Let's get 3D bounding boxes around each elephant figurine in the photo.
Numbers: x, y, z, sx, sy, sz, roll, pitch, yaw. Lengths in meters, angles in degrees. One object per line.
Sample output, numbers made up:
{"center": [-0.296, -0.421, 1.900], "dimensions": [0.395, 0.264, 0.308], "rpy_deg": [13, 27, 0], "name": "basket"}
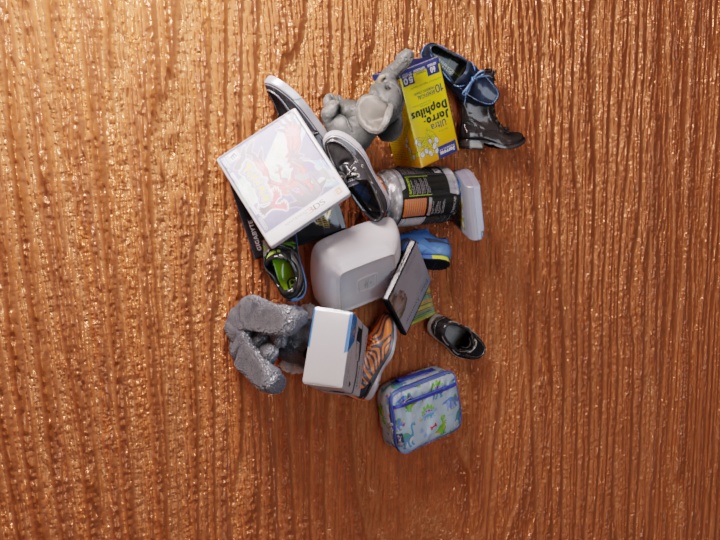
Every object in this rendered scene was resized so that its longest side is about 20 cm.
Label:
{"center": [0.030, -0.313, 1.514], "dimensions": [0.143, 0.196, 0.157], "rpy_deg": [-74, 144, -50], "name": "elephant figurine"}

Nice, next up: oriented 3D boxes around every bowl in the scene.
{"center": [0.000, 0.000, 1.579], "dimensions": [0.196, 0.075, 0.203], "rpy_deg": [-20, 142, -17], "name": "bowl"}

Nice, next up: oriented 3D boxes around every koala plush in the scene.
{"center": [-0.154, 0.135, 1.550], "dimensions": [0.198, 0.182, 0.181], "rpy_deg": [10, 102, -51], "name": "koala plush"}

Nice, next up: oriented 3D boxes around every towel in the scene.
{"center": [0.116, 0.021, 1.746], "dimensions": [0.085, 0.018, 0.205], "rpy_deg": [-23, 109, -26], "name": "towel"}

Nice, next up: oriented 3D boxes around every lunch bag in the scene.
{"center": [0.137, 0.316, 1.778], "dimensions": [0.196, 0.082, 0.165], "rpy_deg": [-13, 103, -28], "name": "lunch bag"}

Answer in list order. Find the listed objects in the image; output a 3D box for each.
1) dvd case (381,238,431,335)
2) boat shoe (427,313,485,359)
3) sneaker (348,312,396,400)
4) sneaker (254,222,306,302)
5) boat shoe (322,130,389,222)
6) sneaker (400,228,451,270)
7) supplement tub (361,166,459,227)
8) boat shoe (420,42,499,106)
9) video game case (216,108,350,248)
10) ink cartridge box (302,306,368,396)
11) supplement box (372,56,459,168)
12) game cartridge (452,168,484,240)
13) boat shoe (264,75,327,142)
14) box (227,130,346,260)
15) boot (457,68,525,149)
{"center": [0.102, 0.040, 1.647], "dimensions": [0.145, 0.017, 0.201], "rpy_deg": [-64, 157, -17], "name": "dvd case"}
{"center": [0.239, 0.163, 1.811], "dimensions": [0.199, 0.060, 0.075], "rpy_deg": [37, 81, -36], "name": "boat shoe"}
{"center": [0.005, 0.182, 1.677], "dimensions": [0.110, 0.077, 0.205], "rpy_deg": [19, 90, -32], "name": "sneaker"}
{"center": [-0.152, -0.040, 1.454], "dimensions": [0.069, 0.083, 0.204], "rpy_deg": [-20, 82, 5], "name": "sneaker"}
{"center": [-0.010, -0.177, 1.494], "dimensions": [0.202, 0.069, 0.067], "rpy_deg": [57, 27, -28], "name": "boat shoe"}
{"center": [0.108, -0.056, 1.695], "dimensions": [0.195, 0.066, 0.080], "rpy_deg": [9, 64, -18], "name": "sneaker"}
{"center": [0.104, -0.157, 1.644], "dimensions": [0.196, 0.122, 0.126], "rpy_deg": [-6, 102, -27], "name": "supplement tub"}
{"center": [0.215, -0.416, 1.660], "dimensions": [0.197, 0.069, 0.086], "rpy_deg": [26, 92, -9], "name": "boat shoe"}
{"center": [-0.143, -0.173, 1.433], "dimensions": [0.180, 0.023, 0.202], "rpy_deg": [-33, 79, -6], "name": "video game case"}
{"center": [-0.045, 0.167, 1.539], "dimensions": [0.081, 0.200, 0.149], "rpy_deg": [6, 78, 11], "name": "ink cartridge box"}
{"center": [0.118, -0.334, 1.628], "dimensions": [0.107, 0.109, 0.204], "rpy_deg": [-25, 111, -23], "name": "supplement box"}
{"center": [0.230, -0.152, 1.683], "dimensions": [0.039, 0.200, 0.137], "rpy_deg": [-5, 104, -3], "name": "game cartridge"}
{"center": [-0.130, -0.291, 1.520], "dimensions": [0.068, 0.071, 0.201], "rpy_deg": [-50, 126, -14], "name": "boat shoe"}
{"center": [-0.147, -0.147, 1.508], "dimensions": [0.194, 0.050, 0.205], "rpy_deg": [-17, 108, -4], "name": "box"}
{"center": [0.296, -0.367, 1.748], "dimensions": [0.195, 0.069, 0.179], "rpy_deg": [-5, 102, -26], "name": "boot"}
